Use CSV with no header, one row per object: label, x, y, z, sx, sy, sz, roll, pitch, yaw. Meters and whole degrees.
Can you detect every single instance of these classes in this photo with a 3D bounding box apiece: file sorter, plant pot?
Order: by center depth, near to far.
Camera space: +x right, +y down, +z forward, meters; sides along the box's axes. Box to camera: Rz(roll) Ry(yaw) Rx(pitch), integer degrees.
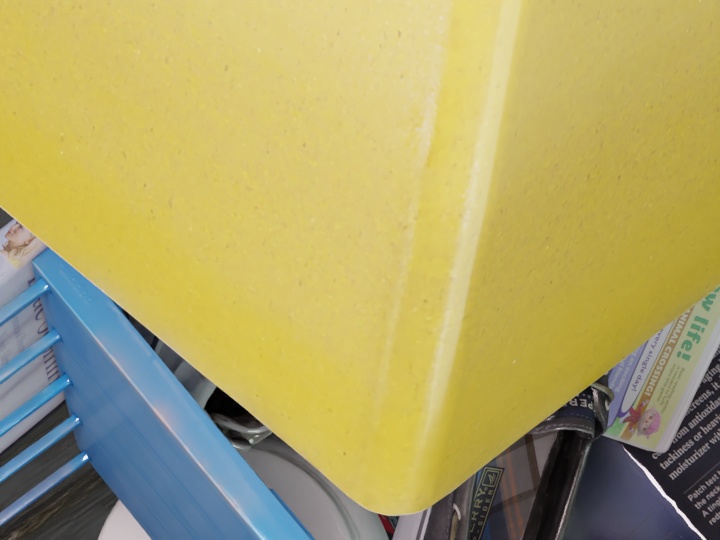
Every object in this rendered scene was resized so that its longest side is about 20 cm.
plant pot,0.016,-0.101,0.579,0.200,0.200,0.177,-33,150,-37
file sorter,-0.101,0.110,0.831,0.123,0.139,0.200,-37,164,-15

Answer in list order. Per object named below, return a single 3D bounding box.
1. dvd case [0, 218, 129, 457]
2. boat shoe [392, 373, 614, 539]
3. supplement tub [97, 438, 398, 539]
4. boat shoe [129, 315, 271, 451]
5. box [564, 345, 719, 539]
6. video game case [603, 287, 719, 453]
dvd case,-0.161,0.058,0.829,0.200,0.018,0.143,-41,163,-17
boat shoe,0.065,0.053,0.918,0.070,0.066,0.201,12,103,-34
supplement tub,-0.044,0.156,1.155,0.140,0.140,0.200,-45,165,-1
boat shoe,-0.055,0.041,0.966,0.072,0.066,0.200,-34,161,-34
box,0.106,0.054,1.137,0.123,0.199,0.200,-36,169,-23
video game case,0.096,-0.039,0.953,0.182,0.022,0.201,20,99,-35
